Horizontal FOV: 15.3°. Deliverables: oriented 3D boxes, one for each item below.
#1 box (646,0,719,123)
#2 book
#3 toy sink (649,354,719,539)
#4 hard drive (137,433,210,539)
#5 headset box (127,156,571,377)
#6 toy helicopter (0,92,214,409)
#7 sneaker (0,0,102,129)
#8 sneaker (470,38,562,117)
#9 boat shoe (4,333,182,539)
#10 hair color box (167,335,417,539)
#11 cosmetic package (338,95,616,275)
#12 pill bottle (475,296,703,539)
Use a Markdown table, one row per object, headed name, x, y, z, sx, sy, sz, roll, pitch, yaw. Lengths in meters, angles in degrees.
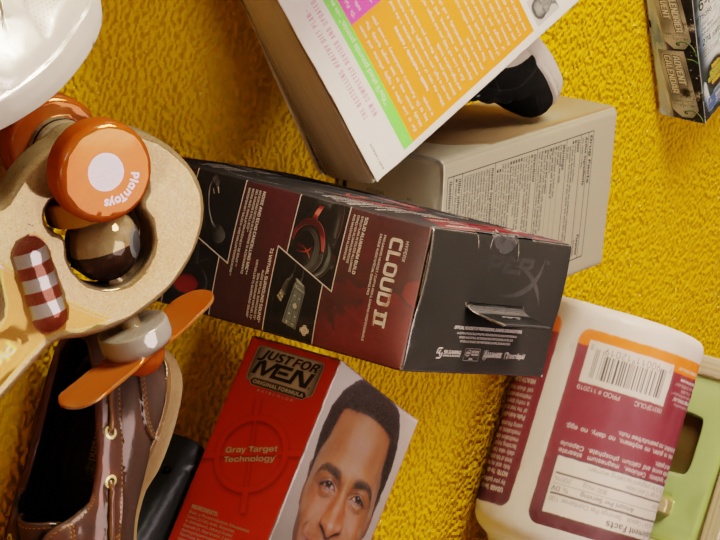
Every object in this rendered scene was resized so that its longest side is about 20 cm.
| name | x | y | z | sx | sy | sz | roll | pitch | yaw |
| --- | --- | --- | --- | --- | --- | --- | --- | --- | --- |
| box | 0.260 | -0.212 | 1.835 | 0.200 | 0.040 | 0.137 | -47 | 138 | -37 |
| book | 0.034 | -0.157 | 1.398 | 0.200 | 0.048 | 0.134 | -41 | 119 | -28 |
| toy sink | 0.209 | 0.156 | 1.826 | 0.112 | 0.130 | 0.200 | 24 | 83 | -58 |
| hard drive | -0.119 | 0.204 | 1.413 | 0.200 | 0.033 | 0.140 | -61 | 146 | -23 |
| headset box | 0.000 | 0.000 | 1.354 | 0.149 | 0.200 | 0.075 | 5 | 98 | -59 |
| toy helicopter | -0.147 | 0.024 | 1.241 | 0.200 | 0.079 | 0.132 | -51 | 122 | -8 |
| sneaker | -0.186 | -0.114 | 1.130 | 0.200 | 0.074 | 0.116 | -43 | 140 | -39 |
| sneaker | 0.032 | -0.106 | 1.495 | 0.200 | 0.073 | 0.112 | 37 | 74 | -48 |
| boat shoe | -0.144 | 0.125 | 1.307 | 0.070 | 0.070 | 0.200 | 21 | 78 | -60 |
| hair color box | -0.049 | 0.147 | 1.410 | 0.101 | 0.061 | 0.200 | 39 | 69 | -56 |
| cosmetic package | 0.069 | -0.039 | 1.571 | 0.200 | 0.071 | 0.105 | -17 | 117 | -54 |
| pill bottle | 0.140 | 0.126 | 1.716 | 0.114 | 0.114 | 0.200 | 22 | 84 | -59 |
